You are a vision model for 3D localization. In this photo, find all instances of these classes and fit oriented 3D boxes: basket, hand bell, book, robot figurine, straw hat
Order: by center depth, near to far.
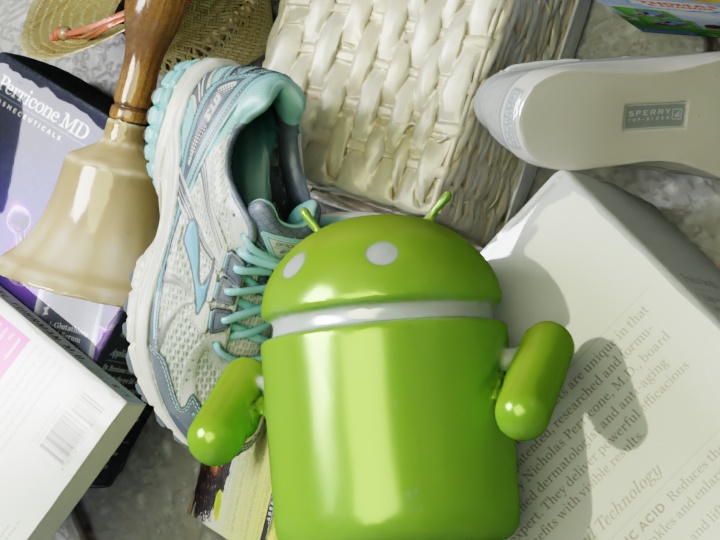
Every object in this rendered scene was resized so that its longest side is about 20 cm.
[{"bbox_3d":[0.014,0.065,1.283,0.175,0.116,0.200,-7,83,21],"label":"robot figurine"},{"bbox_3d":[-0.116,-0.087,1.403,0.104,0.104,0.200,15,97,21],"label":"hand bell"},{"bbox_3d":[0.031,-0.124,1.467,0.136,0.123,0.200,18,91,21],"label":"basket"},{"bbox_3d":[-0.230,0.064,1.475,0.200,0.048,0.134,38,96,19],"label":"book"},{"bbox_3d":[-0.091,-0.150,1.527,0.201,0.201,0.085,-31,115,15],"label":"straw hat"}]

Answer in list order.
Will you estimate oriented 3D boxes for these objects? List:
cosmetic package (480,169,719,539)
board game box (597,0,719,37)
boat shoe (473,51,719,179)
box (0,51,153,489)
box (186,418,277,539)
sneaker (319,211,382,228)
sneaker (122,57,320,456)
[{"bbox_3d":[0.137,0.080,1.384,0.165,0.165,0.200,-47,70,11],"label":"cosmetic package"},{"bbox_3d":[0.189,-0.146,1.370,0.151,0.200,0.037,6,86,21],"label":"board game box"},{"bbox_3d":[0.152,-0.080,1.412,0.069,0.200,0.072,-148,56,-59],"label":"boat shoe"},{"bbox_3d":[-0.170,0.001,1.539,0.148,0.104,0.200,30,95,21],"label":"box"},{"bbox_3d":[-0.043,0.109,1.434,0.050,0.200,0.075,14,87,-15],"label":"box"},{"bbox_3d":[0.000,0.000,1.447,0.200,0.131,0.080,-19,95,47],"label":"sneaker"},{"bbox_3d":[-0.063,-0.006,1.354,0.086,0.078,0.200,1,93,47],"label":"sneaker"}]
